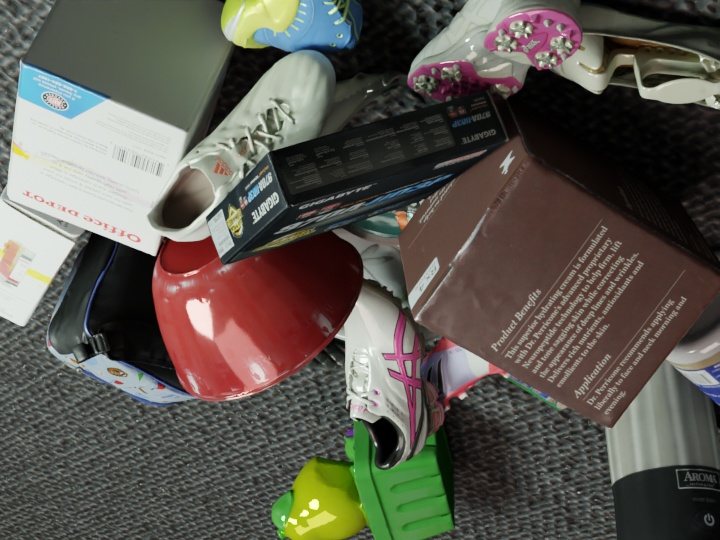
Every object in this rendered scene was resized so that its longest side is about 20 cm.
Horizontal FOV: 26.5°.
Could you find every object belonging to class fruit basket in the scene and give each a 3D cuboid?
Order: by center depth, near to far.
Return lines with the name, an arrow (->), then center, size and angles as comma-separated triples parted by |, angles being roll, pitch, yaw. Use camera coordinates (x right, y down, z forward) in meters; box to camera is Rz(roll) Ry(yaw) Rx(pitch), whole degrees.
fruit basket -> 0.000, 0.233, 1.733 | 0.215, 0.156, 0.216 | 1, 142, 1

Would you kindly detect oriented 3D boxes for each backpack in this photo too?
backpack -> -0.212, 0.048, 1.562 | 0.190, 0.200, 0.154 | 34, 152, -28

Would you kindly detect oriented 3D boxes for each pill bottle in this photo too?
pill bottle -> 0.364, 0.081, 1.380 | 0.200, 0.116, 0.116 | 38, 142, -27

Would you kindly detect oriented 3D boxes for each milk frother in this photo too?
milk frother -> 0.290, 0.210, 1.522 | 0.180, 0.189, 0.200 | 17, 149, -38

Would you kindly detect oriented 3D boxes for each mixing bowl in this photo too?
mixing bowl -> -0.109, 0.006, 1.352 | 0.200, 0.200, 0.108 | -9, 132, 35

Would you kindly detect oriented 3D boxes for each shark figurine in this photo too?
shark figurine -> -0.020, -0.117, 1.324 | 0.214, 0.128, 0.090 | -29, 118, 17

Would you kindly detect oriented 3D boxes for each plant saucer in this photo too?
plant saucer -> 0.000, 0.000, 1.504 | 0.200, 0.050, 0.200 | 14, 146, 10

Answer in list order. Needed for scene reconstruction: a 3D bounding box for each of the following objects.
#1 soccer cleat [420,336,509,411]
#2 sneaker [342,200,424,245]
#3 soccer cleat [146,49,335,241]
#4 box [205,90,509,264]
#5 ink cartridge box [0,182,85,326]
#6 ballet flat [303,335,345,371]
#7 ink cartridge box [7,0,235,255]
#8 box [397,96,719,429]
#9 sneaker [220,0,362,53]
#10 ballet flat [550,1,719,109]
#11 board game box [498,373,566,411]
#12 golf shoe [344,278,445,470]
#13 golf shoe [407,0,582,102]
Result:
soccer cleat -> 0.099, 0.084, 1.522 | 0.077, 0.067, 0.200 | 51, 143, -5
sneaker -> 0.068, -0.064, 1.370 | 0.199, 0.072, 0.080 | 11, 143, 1
soccer cleat -> -0.095, -0.095, 1.234 | 0.069, 0.078, 0.200 | 47, 110, 11
box -> -0.006, -0.072, 1.196 | 0.159, 0.200, 0.046 | -34, 76, 62
ink cartridge box -> -0.310, -0.058, 1.493 | 0.083, 0.145, 0.200 | 30, 144, -12
ballet flat -> -0.037, 0.088, 1.598 | 0.199, 0.066, 0.057 | 11, 112, -24
ink cartridge box -> -0.206, -0.141, 1.323 | 0.147, 0.145, 0.200 | 22, 146, -4
box -> 0.161, -0.011, 1.257 | 0.200, 0.164, 0.166 | 30, 110, -15
sneaker -> -0.031, -0.230, 1.191 | 0.105, 0.076, 0.200 | 17, 155, -19
ballet flat -> 0.203, -0.162, 1.165 | 0.199, 0.064, 0.067 | 10, 145, 15
board game box -> 0.209, 0.068, 1.515 | 0.134, 0.029, 0.200 | 32, 144, -17
golf shoe -> 0.021, 0.101, 1.480 | 0.072, 0.092, 0.200 | 2, 125, 40
golf shoe -> 0.105, -0.186, 1.169 | 0.075, 0.092, 0.200 | 20, 159, -26
